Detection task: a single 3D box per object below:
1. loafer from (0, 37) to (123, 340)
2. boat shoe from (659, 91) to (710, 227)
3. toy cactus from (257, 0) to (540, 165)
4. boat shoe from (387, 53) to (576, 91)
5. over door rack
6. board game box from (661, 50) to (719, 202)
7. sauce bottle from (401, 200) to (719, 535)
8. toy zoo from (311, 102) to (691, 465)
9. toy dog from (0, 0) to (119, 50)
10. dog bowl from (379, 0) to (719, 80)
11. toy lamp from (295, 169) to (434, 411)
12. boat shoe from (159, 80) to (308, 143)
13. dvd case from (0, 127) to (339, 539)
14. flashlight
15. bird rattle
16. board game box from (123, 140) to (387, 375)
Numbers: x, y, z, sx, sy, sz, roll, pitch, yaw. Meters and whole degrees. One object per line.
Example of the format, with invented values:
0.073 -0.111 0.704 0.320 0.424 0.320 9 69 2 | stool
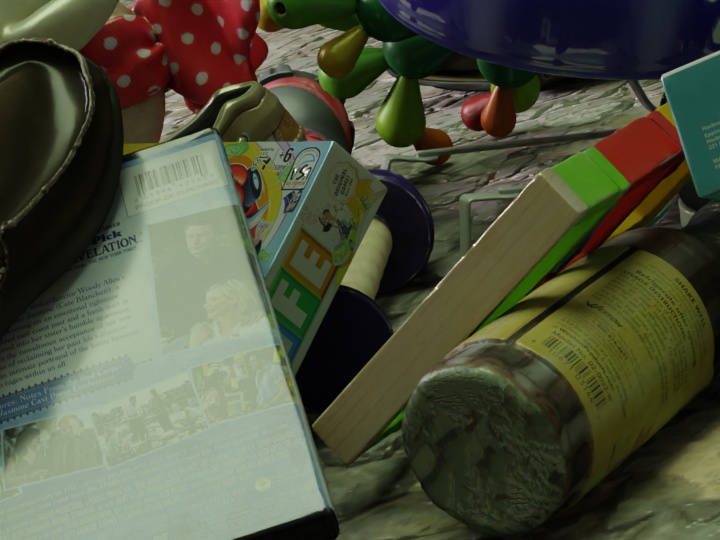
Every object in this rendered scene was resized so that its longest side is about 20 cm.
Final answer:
-0.146 -0.018 0.885 0.073 0.072 0.200 8 50 22 | loafer
0.218 -0.057 1.026 0.199 0.068 0.072 -4 18 31 | boat shoe
0.048 -0.127 1.261 0.165 0.103 0.200 -17 -33 38 | toy cactus
0.102 -0.134 1.433 0.200 0.072 0.066 -4 28 37 | boat shoe
0.113 -0.067 1.163 0.199 0.067 0.148 -18 14 -11 | over door rack
0.211 -0.064 0.888 0.150 0.047 0.200 -22 -13 23 | board game box
0.091 0.024 0.856 0.064 0.065 0.200 -3 18 38 | sauce bottle
0.070 -0.006 0.905 0.131 0.020 0.200 -49 -10 30 | toy zoo
-0.188 -0.121 1.105 0.194 0.140 0.200 -35 25 24 | toy dog
0.104 -0.161 1.132 0.199 0.079 0.200 3 28 -1 | dog bowl
0.000 0.000 1.051 0.058 0.058 0.200 -13 16 8 | toy lamp
-0.113 -0.015 1.131 0.200 0.069 0.075 -32 25 -7 | boat shoe
-0.097 0.038 0.882 0.142 0.018 0.200 -18 46 -1 | dvd case
-0.034 -0.056 1.269 0.067 0.068 0.200 -14 14 3 | flashlight
-0.141 -0.079 1.221 0.162 0.201 0.113 24 17 -10 | bird rattle
-0.092 0.014 0.992 0.200 0.034 0.135 2 60 49 | board game box
